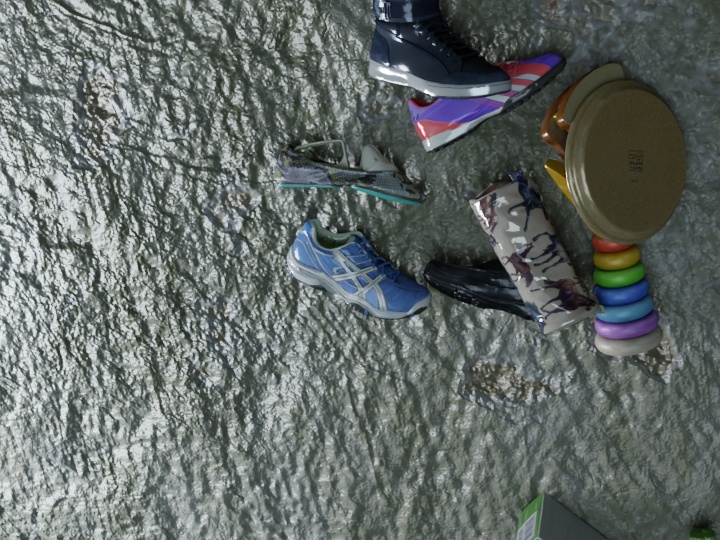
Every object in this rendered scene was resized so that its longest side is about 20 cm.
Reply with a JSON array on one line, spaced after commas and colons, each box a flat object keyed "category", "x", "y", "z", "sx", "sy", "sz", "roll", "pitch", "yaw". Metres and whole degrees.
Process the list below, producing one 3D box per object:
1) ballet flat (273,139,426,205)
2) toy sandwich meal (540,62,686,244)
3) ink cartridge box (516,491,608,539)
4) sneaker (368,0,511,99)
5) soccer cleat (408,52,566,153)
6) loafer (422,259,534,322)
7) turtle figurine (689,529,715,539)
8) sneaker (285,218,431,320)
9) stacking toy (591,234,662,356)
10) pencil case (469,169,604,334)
[{"category": "ballet flat", "x": -0.011, "y": -0.127, "z": 1.474, "sx": 0.197, "sy": 0.072, "sz": 0.073, "roll": 9, "pitch": 116, "yaw": 9}, {"category": "toy sandwich meal", "x": 0.292, "y": -0.129, "z": 1.365, "sx": 0.070, "sy": 0.204, "sz": 0.207, "roll": 3, "pitch": 124, "yaw": 60}, {"category": "ink cartridge box", "x": 0.306, "y": 0.406, "z": 1.611, "sx": 0.199, "sy": 0.104, "sz": 0.060, "roll": 37, "pitch": 118, "yaw": -5}, {"category": "sneaker", "x": 0.088, "y": -0.279, "z": 1.340, "sx": 0.200, "sy": 0.076, "sz": 0.149, "roll": 21, "pitch": 119, "yaw": 37}, {"category": "soccer cleat", "x": 0.148, "y": -0.214, "z": 1.396, "sx": 0.198, "sy": 0.068, "sz": 0.074, "roll": -28, "pitch": 93, "yaw": 23}, {"category": "loafer", "x": 0.178, "y": 0.015, "z": 1.494, "sx": 0.197, "sy": 0.068, "sz": 0.072, "roll": 15, "pitch": 80, "yaw": 6}, {"category": "turtle figurine", "x": 0.486, "y": 0.447, "z": 1.540, "sx": 0.143, "sy": 0.198, "sz": 0.198, "roll": -6, "pitch": 90, "yaw": 50}, {"category": "sneaker", "x": 0.000, "y": 0.000, "z": 1.520, "sx": 0.197, "sy": 0.076, "sz": 0.078, "roll": 21, "pitch": 122, "yaw": 3}, {"category": "stacking toy", "x": 0.315, "y": -0.003, "z": 1.446, "sx": 0.084, "sy": 0.085, "sz": 0.203, "roll": -8, "pitch": 105, "yaw": 17}, {"category": "pencil case", "x": 0.215, "y": -0.020, "z": 1.424, "sx": 0.088, "sy": 0.078, "sz": 0.202, "roll": -28, "pitch": 84, "yaw": 0}]
